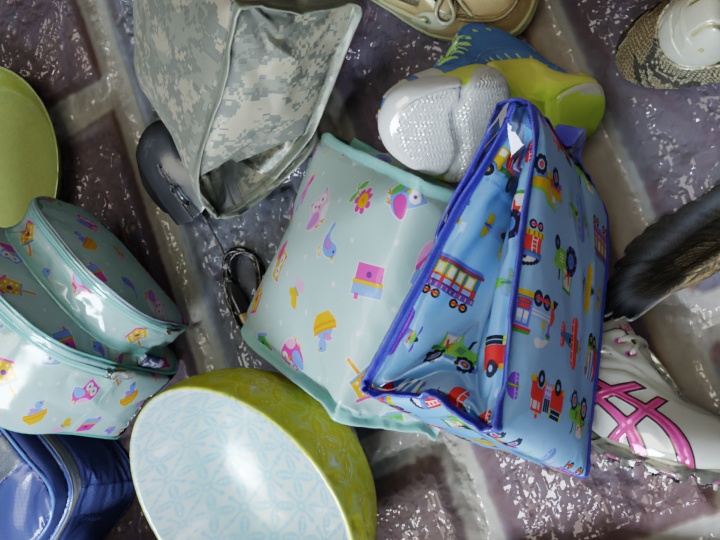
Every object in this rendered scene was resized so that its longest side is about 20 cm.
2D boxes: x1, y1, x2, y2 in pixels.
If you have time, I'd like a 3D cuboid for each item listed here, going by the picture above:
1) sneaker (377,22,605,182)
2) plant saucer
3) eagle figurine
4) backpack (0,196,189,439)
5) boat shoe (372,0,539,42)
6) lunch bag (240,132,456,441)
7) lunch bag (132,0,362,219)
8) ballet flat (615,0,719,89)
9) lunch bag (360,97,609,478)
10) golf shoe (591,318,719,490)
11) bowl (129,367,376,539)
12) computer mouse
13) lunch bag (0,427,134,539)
[{"bbox_3d":[0.069,-0.116,0.689,0.105,0.198,0.077,45,125,35],"label":"sneaker"},{"bbox_3d":[-0.345,-0.085,0.952,0.197,0.031,0.204,-1,87,25],"label":"plant saucer"},{"bbox_3d":[0.256,-0.016,0.635,0.149,0.153,0.202,16,126,-10],"label":"eagle figurine"},{"bbox_3d":[-0.244,0.037,0.809,0.176,0.199,0.154,46,105,19],"label":"backpack"},{"bbox_3d":[0.035,-0.223,0.766,0.199,0.063,0.074,30,100,23],"label":"boat shoe"},{"bbox_3d":[0.000,0.000,0.741,0.199,0.121,0.173,32,103,56],"label":"lunch bag"},{"bbox_3d":[-0.101,-0.163,0.782,0.165,0.116,0.201,57,140,30],"label":"lunch bag"},{"bbox_3d":[0.255,-0.160,0.658,0.197,0.075,0.069,-3,87,24],"label":"ballet flat"},{"bbox_3d":[0.101,0.005,0.626,0.093,0.150,0.203,13,79,34],"label":"lunch bag"},{"bbox_3d":[0.173,0.079,0.687,0.197,0.072,0.094,19,94,24],"label":"golf shoe"},{"bbox_3d":[-0.060,0.147,0.759,0.198,0.108,0.203,16,123,27],"label":"bowl"},{"bbox_3d":[-0.132,-0.038,0.852,0.058,0.034,0.202,-37,74,18],"label":"computer mouse"},{"bbox_3d":[-0.304,0.203,0.866,0.136,0.132,0.201,43,104,20],"label":"lunch bag"}]
